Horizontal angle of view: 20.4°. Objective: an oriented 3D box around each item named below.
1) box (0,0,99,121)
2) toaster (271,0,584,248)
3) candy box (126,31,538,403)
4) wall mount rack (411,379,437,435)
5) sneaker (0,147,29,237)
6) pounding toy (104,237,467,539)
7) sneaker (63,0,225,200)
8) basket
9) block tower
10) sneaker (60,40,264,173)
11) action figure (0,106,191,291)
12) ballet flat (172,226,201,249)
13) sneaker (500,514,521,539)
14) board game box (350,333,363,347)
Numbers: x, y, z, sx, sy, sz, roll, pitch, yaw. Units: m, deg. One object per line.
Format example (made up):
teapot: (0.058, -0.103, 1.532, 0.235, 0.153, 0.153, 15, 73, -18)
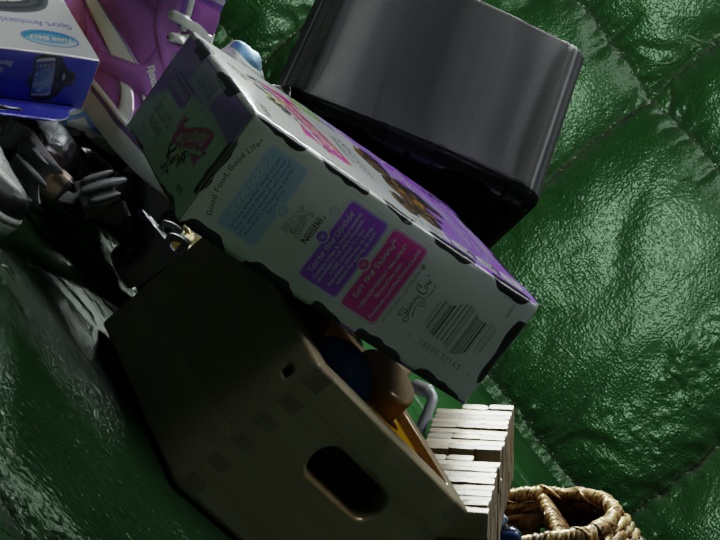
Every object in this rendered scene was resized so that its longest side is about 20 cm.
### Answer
box: (-0.237, -0.158, 1.202, 0.118, 0.042, 0.200, 4, 33, -34)
toaster: (0.031, -0.101, 1.285, 0.180, 0.119, 0.200, 22, -13, -4)
candy box: (-0.019, -0.032, 1.109, 0.199, 0.072, 0.168, 33, 9, -25)
wall mount rack: (-0.049, 0.067, 1.355, 0.173, 0.075, 0.200, 9, -21, 43)
sneaker: (-0.215, -0.125, 1.048, 0.200, 0.112, 0.073, 51, 6, 3)
pounding toy: (-0.022, 0.074, 1.160, 0.200, 0.142, 0.184, 46, 7, -39)
sneaker: (-0.108, -0.116, 1.228, 0.201, 0.114, 0.073, 49, 8, 18)
basket: (0.143, 0.219, 1.603, 0.149, 0.143, 0.200, 51, 4, -2)
block tower: (0.064, 0.141, 1.270, 0.200, 0.054, 0.058, -55, 145, -74)
sneaker: (-0.139, -0.108, 1.341, 0.199, 0.073, 0.072, -7, -35, 41)
action figure: (-0.172, -0.061, 1.248, 0.200, 0.069, 0.130, 41, 15, -48)
ballet flat: (-0.142, -0.053, 1.473, 0.071, 0.071, 0.200, 47, 6, -37)
sneaker: (0.065, 0.190, 1.331, 0.200, 0.085, 0.078, -93, 176, -74)
board game box: (-0.049, 0.036, 1.428, 0.104, 0.024, 0.200, 25, -12, 8)
